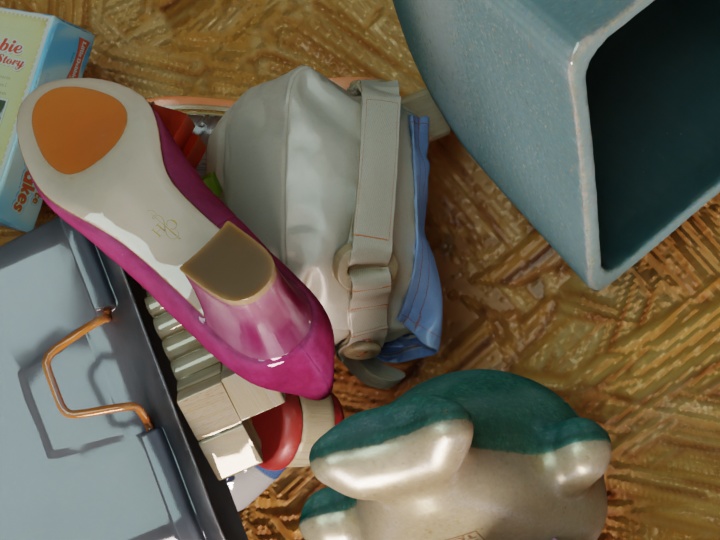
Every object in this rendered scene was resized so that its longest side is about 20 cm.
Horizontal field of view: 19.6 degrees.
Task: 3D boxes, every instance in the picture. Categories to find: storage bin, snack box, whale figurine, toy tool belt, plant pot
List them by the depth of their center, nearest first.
[{"bbox_3d":[0.041,0.088,1.003,0.159,0.200,0.104,-18,65,17],"label":"whale figurine"},{"bbox_3d":[0.111,-0.154,1.010,0.196,0.196,0.200,-39,59,-14],"label":"plant pot"},{"bbox_3d":[-0.151,0.074,1.012,0.134,0.146,0.200,-22,79,-1],"label":"storage bin"},{"bbox_3d":[0.000,0.000,1.051,0.125,0.123,0.200,-13,77,54],"label":"toy tool belt"},{"bbox_3d":[-0.245,-0.096,1.180,0.200,0.037,0.116,14,85,38],"label":"snack box"}]

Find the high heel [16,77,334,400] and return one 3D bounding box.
[{"bbox_3d":[-0.084,-0.015,0.957,0.200,0.096,0.067,34,72,36],"label":"high heel"}]

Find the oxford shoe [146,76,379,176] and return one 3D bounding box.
[{"bbox_3d":[-0.080,-0.057,1.135,0.200,0.071,0.073,-8,83,16],"label":"oxford shoe"}]

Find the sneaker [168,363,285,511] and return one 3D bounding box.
[{"bbox_3d":[-0.119,0.059,1.126,0.200,0.074,0.082,27,91,21],"label":"sneaker"}]

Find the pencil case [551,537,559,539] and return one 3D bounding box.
[{"bbox_3d":[0.056,0.224,0.999,0.087,0.087,0.200,38,120,20],"label":"pencil case"}]

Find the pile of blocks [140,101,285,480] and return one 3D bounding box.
[{"bbox_3d":[-0.071,0.000,1.008,0.062,0.082,0.200,-23,73,6],"label":"pile of blocks"}]
